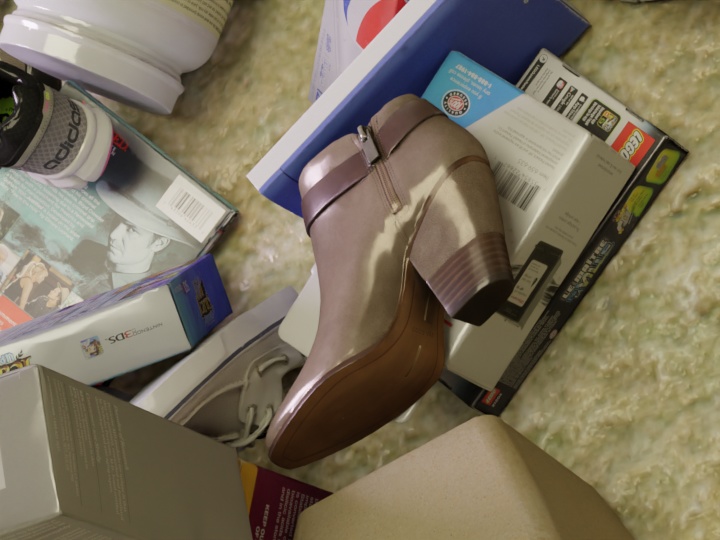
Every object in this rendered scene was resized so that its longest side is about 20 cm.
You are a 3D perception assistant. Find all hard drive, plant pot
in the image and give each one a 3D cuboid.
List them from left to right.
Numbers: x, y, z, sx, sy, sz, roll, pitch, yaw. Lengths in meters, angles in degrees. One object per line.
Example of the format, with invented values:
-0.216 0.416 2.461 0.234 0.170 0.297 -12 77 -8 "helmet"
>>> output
0.037 -0.104 1.620 0.200 0.132 0.025 -46 57 10 "hard drive"
0.068 0.201 1.482 0.200 0.200 0.177 -30 53 19 "plant pot"

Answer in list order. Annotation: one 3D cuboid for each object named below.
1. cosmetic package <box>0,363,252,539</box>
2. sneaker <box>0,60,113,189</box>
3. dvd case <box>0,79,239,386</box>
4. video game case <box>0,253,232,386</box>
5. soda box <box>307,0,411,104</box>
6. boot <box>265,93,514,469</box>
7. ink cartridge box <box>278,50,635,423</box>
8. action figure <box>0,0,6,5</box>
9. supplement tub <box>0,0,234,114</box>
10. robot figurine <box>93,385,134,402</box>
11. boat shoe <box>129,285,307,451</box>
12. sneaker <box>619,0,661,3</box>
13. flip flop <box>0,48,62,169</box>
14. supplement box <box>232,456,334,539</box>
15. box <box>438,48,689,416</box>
-0.147 0.122 1.382 0.107 0.200 0.090 -20 68 20 "cosmetic package"
-0.251 -0.104 1.724 0.200 0.087 0.074 15 79 40 "sneaker"
-0.194 -0.003 1.755 0.146 0.022 0.200 37 96 8 "dvd case"
-0.179 0.048 1.638 0.181 0.200 0.045 -21 93 6 "video game case"
0.025 -0.170 1.619 0.063 0.068 0.200 45 141 31 "soda box"
0.000 0.000 1.533 0.200 0.070 0.146 -39 55 13 "boot"
0.055 -0.013 1.578 0.116 0.067 0.200 35 94 32 "ink cartridge box"
-0.338 -0.202 1.913 0.193 0.105 0.200 1 50 23 "action figure"
-0.144 -0.217 1.752 0.145 0.145 0.200 18 84 33 "supplement tub"
-0.186 0.168 1.669 0.150 0.125 0.200 29 89 35 "robot figurine"
-0.073 0.071 1.601 0.071 0.200 0.070 -38 89 26 "boat shoe"
0.116 -0.220 1.619 0.200 0.115 0.075 14 83 33 "sneaker"
-0.246 -0.057 1.814 0.081 0.058 0.200 10 81 -6 "flip flop"
-0.081 0.168 1.565 0.131 0.200 0.103 5 78 31 "supplement box"
0.095 -0.022 1.619 0.110 0.035 0.200 39 96 33 "box"
